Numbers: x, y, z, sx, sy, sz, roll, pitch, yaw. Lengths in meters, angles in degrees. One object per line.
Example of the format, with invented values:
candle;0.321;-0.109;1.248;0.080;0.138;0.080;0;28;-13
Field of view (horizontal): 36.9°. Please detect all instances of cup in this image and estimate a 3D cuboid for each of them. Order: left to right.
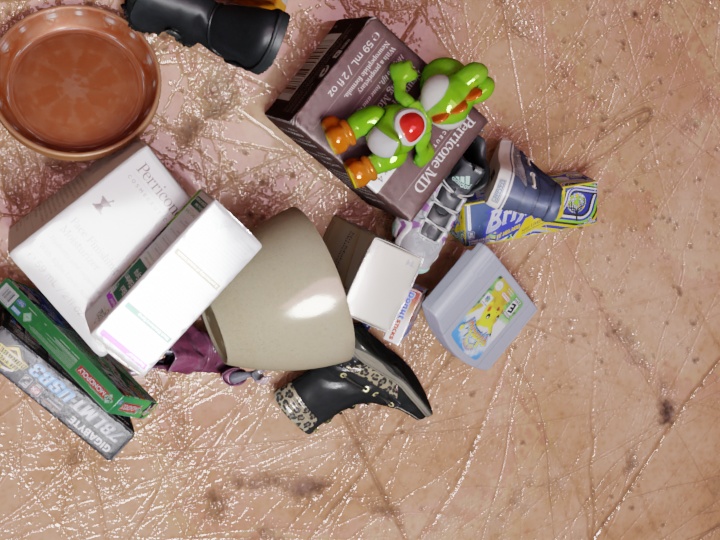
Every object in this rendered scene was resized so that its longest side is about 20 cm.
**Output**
cup;-0.114;0.040;1.299;0.143;0.200;0.201;-20;106;-17

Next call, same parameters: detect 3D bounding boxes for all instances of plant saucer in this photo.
plant saucer;-0.338;-0.221;1.282;0.199;0.032;0.201;4;70;-10

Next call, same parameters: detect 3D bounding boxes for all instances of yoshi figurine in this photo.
yoshi figurine;0.058;-0.183;1.255;0.199;0.112;0.112;-28;67;4

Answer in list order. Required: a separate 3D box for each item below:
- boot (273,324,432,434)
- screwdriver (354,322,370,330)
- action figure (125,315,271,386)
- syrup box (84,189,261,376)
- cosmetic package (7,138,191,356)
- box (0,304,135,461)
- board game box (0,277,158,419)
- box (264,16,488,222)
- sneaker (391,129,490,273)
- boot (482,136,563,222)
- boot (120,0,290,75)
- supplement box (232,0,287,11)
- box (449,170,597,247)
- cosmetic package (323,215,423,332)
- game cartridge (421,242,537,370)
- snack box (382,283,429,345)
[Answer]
boot;-0.007;0.173;1.480;0.154;0.074;0.204;-36;130;12
screwdriver;0.031;0.049;1.483;0.200;0.028;0.029;-48;138;0
action figure;-0.206;0.111;1.388;0.200;0.134;0.149;17;134;-44
syrup box;-0.211;0.012;1.204;0.200;0.079;0.081;-47;113;-4
cosmetic package;-0.293;-0.036;1.299;0.200;0.165;0.165;-40;110;-6
box;-0.364;0.122;1.291;0.200;0.198;0.050;44;85;-20
board game box;-0.336;0.095;1.284;0.200;0.135;0.029;43;86;12
box;0.016;-0.194;1.362;0.200;0.164;0.166;38;88;-20
sneaker;0.114;-0.099;1.391;0.078;0.140;0.201;22;70;-24
boot;0.213;-0.114;1.416;0.090;0.200;0.073;21;115;-2
boot;-0.188;-0.295;1.262;0.168;0.200;0.077;20;91;-25
supplement box;-0.110;-0.422;1.295;0.073;0.126;0.201;15;95;3
box;0.224;-0.087;1.493;0.199;0.070;0.065;-11;112;-14
cosmetic package;0.000;0.000;1.375;0.073;0.200;0.104;24;92;-18
game cartridge;0.163;0.059;1.474;0.133;0.040;0.200;-47;141;0
snack box;0.061;0.055;1.410;0.024;0.200;0.072;25;93;5
